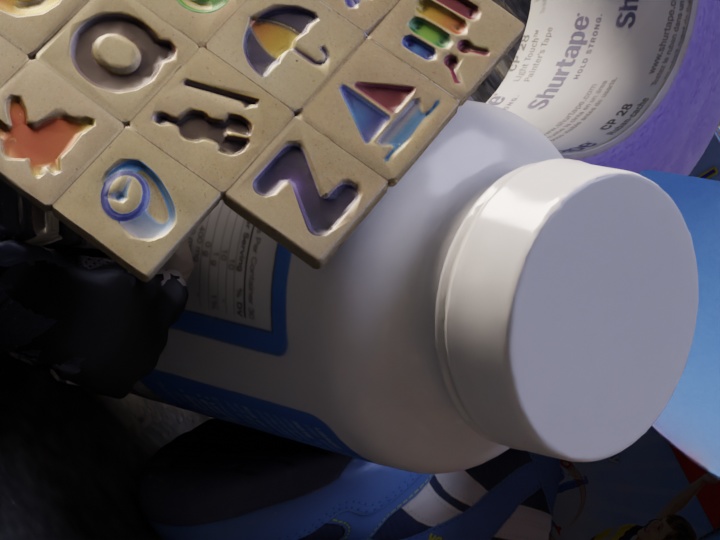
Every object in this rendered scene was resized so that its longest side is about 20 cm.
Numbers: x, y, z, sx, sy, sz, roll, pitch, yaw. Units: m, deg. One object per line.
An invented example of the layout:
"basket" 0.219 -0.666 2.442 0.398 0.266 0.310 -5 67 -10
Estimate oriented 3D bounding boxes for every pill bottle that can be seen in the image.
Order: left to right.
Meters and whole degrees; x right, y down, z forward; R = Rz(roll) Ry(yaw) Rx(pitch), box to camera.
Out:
"pill bottle" 0.000 0.000 0.731 0.200 0.112 0.112 13 -23 45

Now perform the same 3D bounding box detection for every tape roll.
"tape roll" 0.046 -0.109 0.854 0.085 0.200 0.200 7 -30 47

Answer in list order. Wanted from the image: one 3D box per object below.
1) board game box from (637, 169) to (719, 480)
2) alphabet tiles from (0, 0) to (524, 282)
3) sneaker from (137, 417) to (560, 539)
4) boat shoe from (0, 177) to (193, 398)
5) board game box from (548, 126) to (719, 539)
"board game box" 0.163 0.038 0.817 0.199 0.039 0.158 8 39 -9
"alphabet tiles" -0.061 -0.092 0.680 0.200 0.167 0.006 35 -25 10
"sneaker" 0.006 0.083 0.814 0.200 0.074 0.083 -3 97 -50
"boat shoe" -0.123 -0.048 0.718 0.093 0.075 0.200 20 24 -38
"board game box" 0.081 0.040 0.936 0.056 0.195 0.200 41 21 -58
